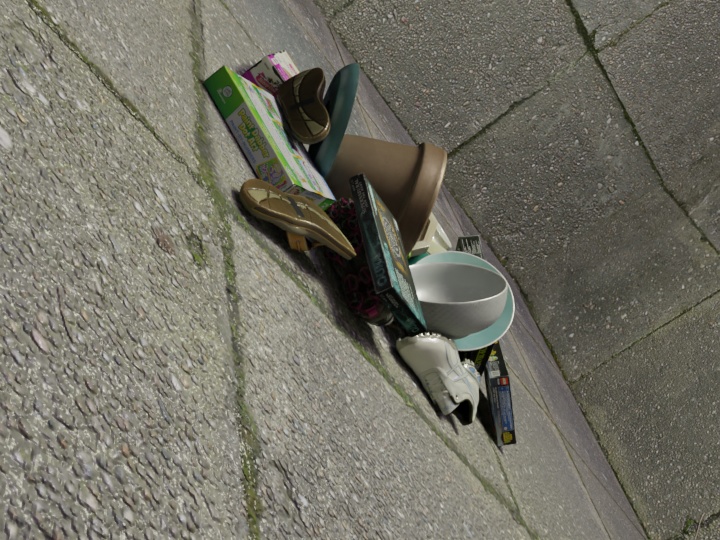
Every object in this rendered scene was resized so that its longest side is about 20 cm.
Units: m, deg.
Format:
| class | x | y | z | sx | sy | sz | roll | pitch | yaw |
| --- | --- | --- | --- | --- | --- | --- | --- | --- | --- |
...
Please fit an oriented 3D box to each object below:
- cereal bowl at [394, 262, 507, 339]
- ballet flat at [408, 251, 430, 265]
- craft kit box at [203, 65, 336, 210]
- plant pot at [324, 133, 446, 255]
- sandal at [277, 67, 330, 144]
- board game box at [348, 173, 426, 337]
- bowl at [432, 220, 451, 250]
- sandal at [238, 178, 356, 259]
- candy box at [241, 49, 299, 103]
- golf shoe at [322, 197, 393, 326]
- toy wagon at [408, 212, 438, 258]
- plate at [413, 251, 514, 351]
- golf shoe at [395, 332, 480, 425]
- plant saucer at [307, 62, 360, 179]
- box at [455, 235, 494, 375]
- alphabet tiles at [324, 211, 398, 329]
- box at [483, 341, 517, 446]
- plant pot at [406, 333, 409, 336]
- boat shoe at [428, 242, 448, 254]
| class | x | y | z | sx | sy | sz | roll | pitch | yaw |
| --- | --- | --- | --- | --- | --- | --- | --- | --- | --- |
| cereal bowl | 0.135 | 0.056 | 1.408 | 0.200 | 0.196 | 0.085 | -82 | 172 | -72 |
| ballet flat | 0.136 | 0.054 | 1.582 | 0.202 | 0.067 | 0.069 | 64 | 2 | 25 |
| craft kit box | -0.127 | -0.184 | 1.289 | 0.202 | 0.048 | 0.197 | 59 | 10 | 11 |
| plant pot | 0.026 | -0.139 | 1.444 | 0.172 | 0.203 | 0.201 | 23 | 18 | -6 |
| sandal | -0.080 | -0.250 | 1.375 | 0.202 | 0.080 | 0.055 | -108 | 180 | -47 |
| board game box | 0.037 | -0.023 | 1.239 | 0.135 | 0.028 | 0.202 | 50 | 21 | -52 |
| bowl | 0.119 | -0.050 | 1.771 | 0.201 | 0.107 | 0.201 | 54 | 12 | -17 |
| sandal | -0.085 | -0.057 | 1.124 | 0.199 | 0.054 | 0.081 | 22 | 29 | -46 |
| candy box | -0.131 | -0.311 | 1.548 | 0.137 | 0.061 | 0.200 | 55 | 12 | -12 |
| golf shoe | -0.003 | -0.009 | 1.283 | 0.092 | 0.072 | 0.203 | 44 | 27 | -61 |
| toy wagon | 0.041 | -0.102 | 1.589 | 0.197 | 0.040 | 0.156 | 24 | 49 | 0 |
| plate | 0.164 | 0.055 | 1.504 | 0.026 | 0.197 | 0.202 | 96 | -27 | -55 |
| golf shoe | 0.127 | 0.167 | 1.346 | 0.199 | 0.078 | 0.098 | 37 | 39 | -39 |
| plant saucer | -0.048 | -0.240 | 1.415 | 0.027 | 0.202 | 0.201 | 18 | 24 | -14 |
| box | 0.203 | 0.072 | 1.628 | 0.194 | 0.047 | 0.203 | 92 | -8 | -59 |
| alphabet tiles | 0.000 | 0.000 | 1.408 | 0.202 | 0.007 | 0.167 | 63 | 13 | 26 |
| box | 0.261 | 0.223 | 1.675 | 0.200 | 0.039 | 0.139 | -83 | 165 | -72 |
| plant pot | 0.134 | 0.142 | 1.535 | 0.201 | 0.027 | 0.201 | 54 | 13 | -18 |
| boat shoe | 0.077 | -0.043 | 1.645 | 0.198 | 0.063 | 0.072 | 28 | 35 | -16 |
